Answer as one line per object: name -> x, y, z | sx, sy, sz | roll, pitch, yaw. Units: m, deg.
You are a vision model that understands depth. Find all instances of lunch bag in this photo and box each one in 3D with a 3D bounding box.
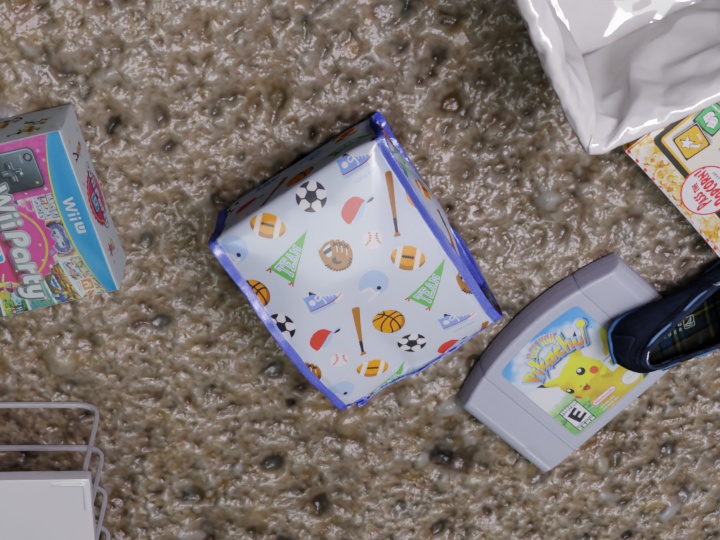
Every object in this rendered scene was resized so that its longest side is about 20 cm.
lunch bag -> 0.000, 0.000, 0.948 | 0.170, 0.124, 0.200 | -32, 106, 11

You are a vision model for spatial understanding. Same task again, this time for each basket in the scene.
basket -> 0.202, -0.227, 0.822 | 0.199, 0.161, 0.199 | -25, 115, 10

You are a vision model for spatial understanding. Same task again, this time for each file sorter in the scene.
file sorter -> -0.301, 0.235, 1.045 | 0.138, 0.125, 0.201 | 0, 117, -4

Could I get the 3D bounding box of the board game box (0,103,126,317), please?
board game box -> -0.311, -0.038, 0.943 | 0.199, 0.064, 0.148 | -13, 117, 3

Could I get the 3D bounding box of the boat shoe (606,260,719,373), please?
boat shoe -> 0.313, 0.044, 0.992 | 0.199, 0.069, 0.084 | -30, 109, -10

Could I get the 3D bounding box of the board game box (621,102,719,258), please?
board game box -> 0.334, -0.121, 0.946 | 0.200, 0.046, 0.151 | -40, 112, 16

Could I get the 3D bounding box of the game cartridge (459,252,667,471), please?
game cartridge -> 0.192, 0.084, 1.048 | 0.133, 0.041, 0.200 | 40, 108, -16
